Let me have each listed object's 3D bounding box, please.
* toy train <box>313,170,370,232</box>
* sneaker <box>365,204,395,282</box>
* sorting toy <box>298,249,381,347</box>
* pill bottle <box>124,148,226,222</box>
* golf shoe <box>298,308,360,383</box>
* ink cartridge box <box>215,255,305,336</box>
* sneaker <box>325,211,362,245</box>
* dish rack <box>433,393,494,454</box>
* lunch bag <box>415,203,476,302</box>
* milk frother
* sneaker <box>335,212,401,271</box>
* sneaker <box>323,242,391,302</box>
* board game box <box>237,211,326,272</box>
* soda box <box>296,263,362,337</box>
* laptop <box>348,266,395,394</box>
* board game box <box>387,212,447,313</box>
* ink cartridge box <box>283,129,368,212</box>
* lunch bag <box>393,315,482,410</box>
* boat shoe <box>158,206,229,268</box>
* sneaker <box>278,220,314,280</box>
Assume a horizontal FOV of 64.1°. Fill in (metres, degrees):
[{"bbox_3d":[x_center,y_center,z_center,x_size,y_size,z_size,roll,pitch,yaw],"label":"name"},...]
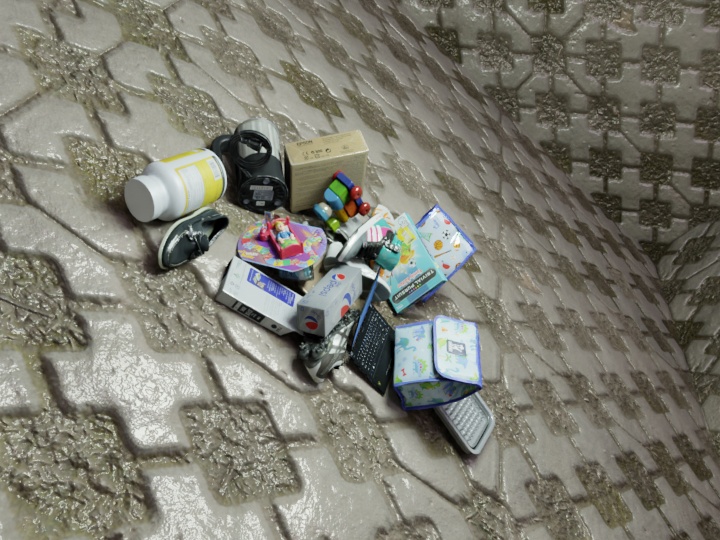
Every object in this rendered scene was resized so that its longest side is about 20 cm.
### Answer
[{"bbox_3d":[-0.038,-0.137,1.398,0.084,0.116,0.201,42,-7,30],"label":"toy train"},{"bbox_3d":[0.035,-0.065,1.456,0.076,0.076,0.208,15,76,-32],"label":"sneaker"},{"bbox_3d":[-0.047,0.063,1.352,0.202,0.036,0.186,51,35,-7],"label":"sorting toy"},{"bbox_3d":[-0.365,-0.167,1.141,0.113,0.112,0.199,49,36,1],"label":"pill bottle"},{"bbox_3d":[-0.059,0.154,1.221,0.199,0.076,0.098,-42,126,-46],"label":"golf shoe"},{"bbox_3d":[-0.196,0.062,1.184,0.197,0.039,0.101,32,39,-21],"label":"ink cartridge box"},{"bbox_3d":[-0.066,-0.141,1.473,0.202,0.073,0.115,51,33,0],"label":"sneaker"},{"bbox_3d":[0.237,0.335,1.404,0.202,0.043,0.171,53,35,4],"label":"dish rack"},{"bbox_3d":[0.192,-0.052,1.555,0.170,0.200,0.124,44,20,-3],"label":"lunch bag"},{"bbox_3d":[-0.238,-0.276,1.304,0.176,0.200,0.193,12,48,-34],"label":"milk frother"},{"bbox_3d":[0.031,-0.043,1.328,0.121,0.084,0.200,44,42,3],"label":"sneaker"},{"bbox_3d":[0.000,0.000,1.367,0.198,0.070,0.082,37,36,-23],"label":"sneaker"},{"bbox_3d":[-0.170,-0.073,1.235,0.193,0.040,0.160,13,42,13],"label":"board game box"},{"bbox_3d":[-0.061,0.059,1.225,0.066,0.066,0.200,9,28,20],"label":"soda box"},{"bbox_3d":[0.048,0.134,1.293,0.201,0.102,0.179,50,37,-18],"label":"laptop"},{"bbox_3d":[0.110,-0.019,1.482,0.204,0.149,0.047,60,18,16],"label":"board game box"},{"bbox_3d":[-0.086,-0.240,1.398,0.193,0.167,0.077,-14,59,-17],"label":"ink cartridge box"},{"bbox_3d":[0.176,0.205,1.303,0.174,0.193,0.130,-84,158,-44],"label":"lunch bag"},{"bbox_3d":[-0.318,-0.062,1.121,0.064,0.077,0.200,12,27,11],"label":"boat shoe"},{"bbox_3d":[-0.151,-0.049,1.298,0.083,0.080,0.202,-6,31,-3],"label":"sneaker"}]
